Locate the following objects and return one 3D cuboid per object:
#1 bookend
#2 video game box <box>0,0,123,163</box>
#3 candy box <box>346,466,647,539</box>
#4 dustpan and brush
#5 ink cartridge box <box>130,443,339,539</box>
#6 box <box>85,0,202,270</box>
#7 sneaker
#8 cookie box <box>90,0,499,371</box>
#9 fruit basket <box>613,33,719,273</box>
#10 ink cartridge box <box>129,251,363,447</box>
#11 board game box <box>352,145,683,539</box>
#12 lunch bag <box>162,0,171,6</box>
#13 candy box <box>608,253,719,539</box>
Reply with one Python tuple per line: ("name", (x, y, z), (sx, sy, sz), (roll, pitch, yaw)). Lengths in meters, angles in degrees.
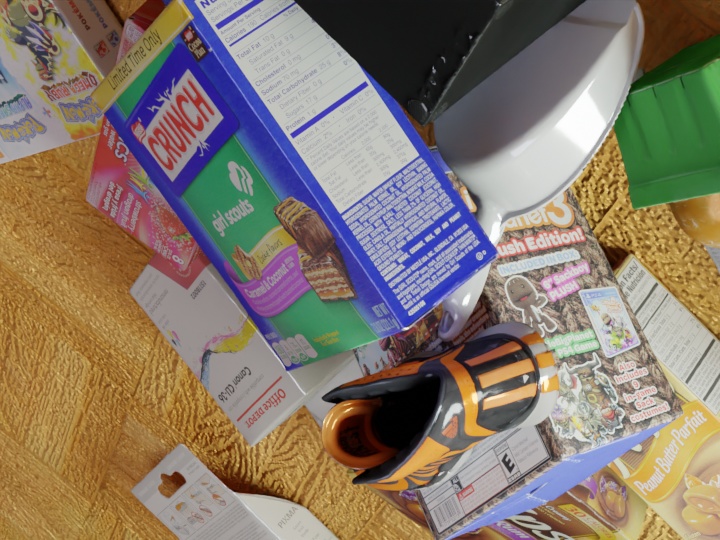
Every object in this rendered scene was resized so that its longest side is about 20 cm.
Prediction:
("bookend", (0.036, -0.207, 0.731), (0.200, 0.199, 0.092), (44, 144, 7))
("video game box", (-0.263, -0.177, 1.141), (0.199, 0.047, 0.183), (-9, 124, 46))
("candy box", (0.099, 0.153, 1.118), (0.117, 0.057, 0.199), (39, 148, -30))
("dustpan and brush", (0.078, -0.059, 0.835), (0.057, 0.201, 0.139), (32, 174, -36))
("ink cartridge box", (-0.113, 0.244, 1.443), (0.200, 0.050, 0.161), (46, 144, 0))
("box", (-0.109, -0.106, 1.029), (0.095, 0.100, 0.200), (36, 143, 7))
("sneaker", (0.016, 0.086, 0.860), (0.200, 0.112, 0.078), (-44, 65, 54))
("cookie box", (-0.042, -0.055, 0.823), (0.200, 0.075, 0.171), (55, 154, -5))
("fruit basket", (0.224, -0.032, 0.786), (0.200, 0.094, 0.185), (52, 165, -7))
("ink cartridge box", (-0.079, 0.054, 1.166), (0.200, 0.067, 0.116), (50, 144, 5))
("board game box", (0.079, 0.041, 0.941), (0.159, 0.096, 0.201), (-47, 63, 53))
("lunch bag", (-0.048, -0.209, 0.851), (0.200, 0.124, 0.170), (43, 146, -15))
("candy box", (0.203, 0.094, 0.990), (0.200, 0.055, 0.115), (43, 144, -3))
